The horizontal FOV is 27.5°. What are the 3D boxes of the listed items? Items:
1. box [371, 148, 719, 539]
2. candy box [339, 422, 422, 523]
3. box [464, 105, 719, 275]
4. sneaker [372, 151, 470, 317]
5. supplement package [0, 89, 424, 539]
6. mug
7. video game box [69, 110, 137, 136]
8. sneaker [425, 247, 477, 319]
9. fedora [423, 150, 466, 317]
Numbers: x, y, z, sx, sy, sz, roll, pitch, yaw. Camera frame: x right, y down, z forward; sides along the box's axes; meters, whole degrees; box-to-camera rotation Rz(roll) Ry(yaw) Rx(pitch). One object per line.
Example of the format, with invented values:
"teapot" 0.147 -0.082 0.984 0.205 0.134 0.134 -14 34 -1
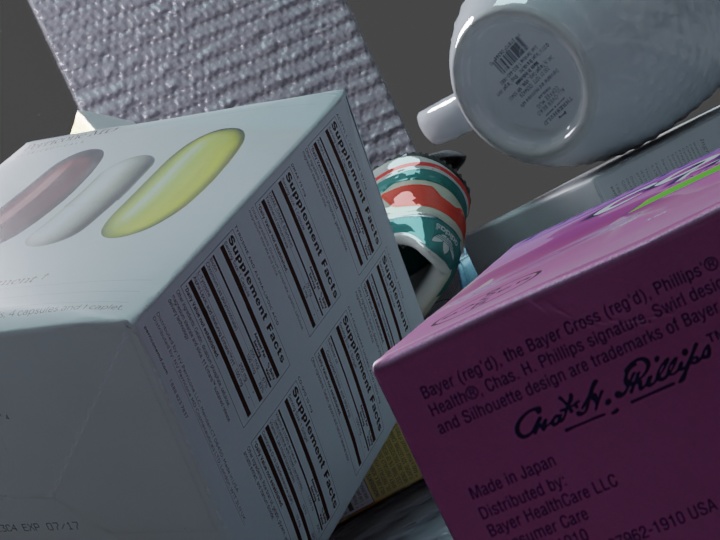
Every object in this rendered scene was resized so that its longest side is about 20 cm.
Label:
"box" 0.122 0.012 0.389 0.176 0.097 0.200 -26 0 18
"candy box" -0.022 0.097 0.753 0.200 0.055 0.115 -27 1 -16
"box" 0.183 -0.028 0.899 0.200 0.098 0.124 -27 1 -36
"sneaker" -0.021 0.026 0.780 0.200 0.070 0.093 -41 21 23
"supplement package" -0.101 0.037 0.643 0.191 0.147 0.200 -6 27 27
"mug" 0.118 -0.129 0.878 0.200 0.148 0.175 -26 8 43
"video game box" -0.145 0.023 0.877 0.047 0.183 0.200 5 22 -31
"sneaker" 0.043 0.034 1.081 0.095 0.079 0.200 15 -40 -44
"fedora" 0.000 0.000 0.904 0.177 0.090 0.200 -27 2 -9
